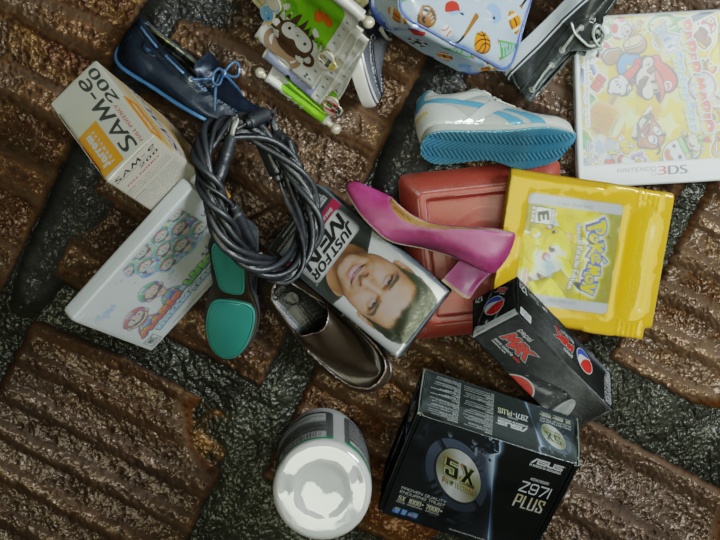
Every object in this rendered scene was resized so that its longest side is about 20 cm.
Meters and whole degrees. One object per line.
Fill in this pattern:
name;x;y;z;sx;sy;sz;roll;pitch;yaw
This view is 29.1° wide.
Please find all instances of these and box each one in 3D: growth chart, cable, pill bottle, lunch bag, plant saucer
growth chart;-0.059;-0.258;1.573;0.144;0.201;0.018;32;51;7
cable;-0.113;-0.080;1.548;0.050;0.162;0.203;-15;92;39
pill bottle;-0.044;0.228;1.608;0.111;0.200;0.115;0;97;-1
lunch bag;0.110;-0.320;1.562;0.198;0.075;0.163;21;80;-37
plant saucer;0.152;-0.023;1.662;0.196;0.037;0.203;-6;97;0

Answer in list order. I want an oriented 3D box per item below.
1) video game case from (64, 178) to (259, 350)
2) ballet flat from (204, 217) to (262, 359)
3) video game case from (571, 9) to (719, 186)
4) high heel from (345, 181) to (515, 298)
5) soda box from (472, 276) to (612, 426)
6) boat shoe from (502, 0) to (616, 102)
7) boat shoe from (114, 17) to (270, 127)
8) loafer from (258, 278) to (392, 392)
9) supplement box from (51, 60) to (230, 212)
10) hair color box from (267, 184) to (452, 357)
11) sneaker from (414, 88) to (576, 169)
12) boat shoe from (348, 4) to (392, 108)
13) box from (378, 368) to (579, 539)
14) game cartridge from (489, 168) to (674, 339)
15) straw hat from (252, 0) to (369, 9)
video game case;-0.223;-0.001;1.593;0.200;0.182;0.024;-47;65;5
ballet flat;-0.145;0.017;1.633;0.072;0.074;0.202;4;134;-1
video game case;0.343;-0.203;1.648;0.179;0.023;0.203;-3;97;-1
high heel;0.080;-0.061;1.599;0.199;0.067;0.096;40;109;5
soda box;0.213;0.100;1.620;0.070;0.064;0.200;-30;123;28
boat shoe;0.250;-0.274;1.588;0.199;0.073;0.068;-41;80;19
boat shoe;-0.190;-0.222;1.605;0.198;0.084;0.069;28;108;-7
loafer;-0.046;0.076;1.653;0.199;0.071;0.073;40;95;-6
supplement box;-0.240;-0.132;1.542;0.073;0.200;0.126;-42;66;4
hair color box;0.000;0.000;1.629;0.199;0.061;0.099;39;96;7
sneaker;0.159;-0.171;1.620;0.197;0.082;0.077;3;142;-19
boat shoe;0.025;-0.295;1.603;0.091;0.075;0.203;-9;97;8
box;0.139;0.230;1.638;0.197;0.087;0.165;18;124;-4
game cartridge;0.258;-0.018;1.631;0.197;0.032;0.179;8;97;-2
straw hat;-0.066;-0.373;1.548;0.198;0.085;0.204;-3;82;22
